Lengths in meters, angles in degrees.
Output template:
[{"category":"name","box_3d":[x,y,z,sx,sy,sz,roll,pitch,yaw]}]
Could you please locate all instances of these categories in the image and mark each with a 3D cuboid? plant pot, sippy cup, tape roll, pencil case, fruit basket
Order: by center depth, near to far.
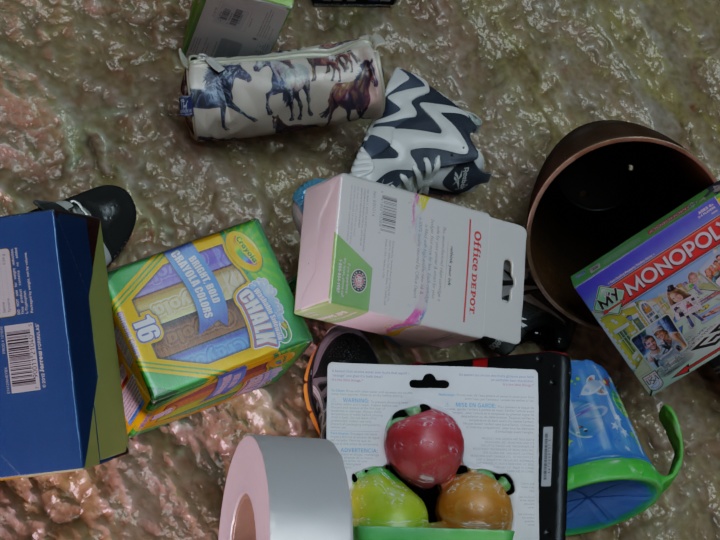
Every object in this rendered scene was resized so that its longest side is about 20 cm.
[{"category":"tape roll","box_3d":[-0.065,0.237,1.313,0.070,0.203,0.205,4,68,-17]},{"category":"fruit basket","box_3d":[0.059,0.181,1.349,0.183,0.094,0.202,1,73,-5]},{"category":"sippy cup","box_3d":[0.197,0.159,1.478,0.177,0.139,0.131,14,53,-38]},{"category":"pencil case","box_3d":[-0.071,-0.173,1.502,0.198,0.090,0.078,-8,48,0]},{"category":"plant pot","box_3d":[0.241,-0.069,1.532,0.185,0.188,0.200,22,21,-9]}]

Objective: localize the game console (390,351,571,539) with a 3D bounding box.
[{"category":"game console","box_3d":[0.103,0.173,1.430,0.175,0.031,0.202,-6,66,23]}]

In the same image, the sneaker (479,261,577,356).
[{"category":"sneaker","box_3d":[0.123,0.033,1.530,0.198,0.066,0.091,14,63,-16]}]

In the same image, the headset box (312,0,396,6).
[{"category":"headset box","box_3d":[0.001,-0.395,1.598,0.092,0.174,0.202,-3,69,-19]}]

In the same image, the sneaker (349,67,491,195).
[{"category":"sneaker","box_3d":[0.059,-0.092,1.549,0.129,0.080,0.200,22,54,0]}]

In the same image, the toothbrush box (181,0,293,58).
[{"category":"toothbrush box","box_3d":[-0.104,-0.311,1.545,0.085,0.146,0.202,16,66,-11]}]

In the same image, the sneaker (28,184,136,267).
[{"category":"sneaker","box_3d":[-0.274,-0.022,1.408,0.199,0.089,0.074,-36,82,-28]}]

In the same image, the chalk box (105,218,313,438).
[{"category":"chalk box","box_3d":[-0.126,0.045,1.410,0.198,0.125,0.125,-19,76,-23]}]

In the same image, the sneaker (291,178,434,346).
[{"category":"sneaker","box_3d":[0.000,0.000,1.463,0.200,0.080,0.077,48,60,-22]}]

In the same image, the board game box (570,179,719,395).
[{"category":"board game box","box_3d":[0.308,0.007,1.440,0.199,0.029,0.135,-34,109,13]}]

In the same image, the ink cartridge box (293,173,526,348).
[{"category":"ink cartridge box","box_3d":[0.046,-0.002,1.402,0.198,0.067,0.118,14,72,-29]}]

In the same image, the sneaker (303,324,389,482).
[{"category":"sneaker","box_3d":[-0.005,0.141,1.440,0.077,0.077,0.202,3,67,-16]}]

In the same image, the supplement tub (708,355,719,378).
[{"category":"supplement tub","box_3d":[0.394,0.045,1.575,0.140,0.140,0.201,-34,83,-26]}]

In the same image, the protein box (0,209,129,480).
[{"category":"protein box","box_3d":[-0.306,0.066,1.269,0.198,0.135,0.201,-8,88,7]}]
